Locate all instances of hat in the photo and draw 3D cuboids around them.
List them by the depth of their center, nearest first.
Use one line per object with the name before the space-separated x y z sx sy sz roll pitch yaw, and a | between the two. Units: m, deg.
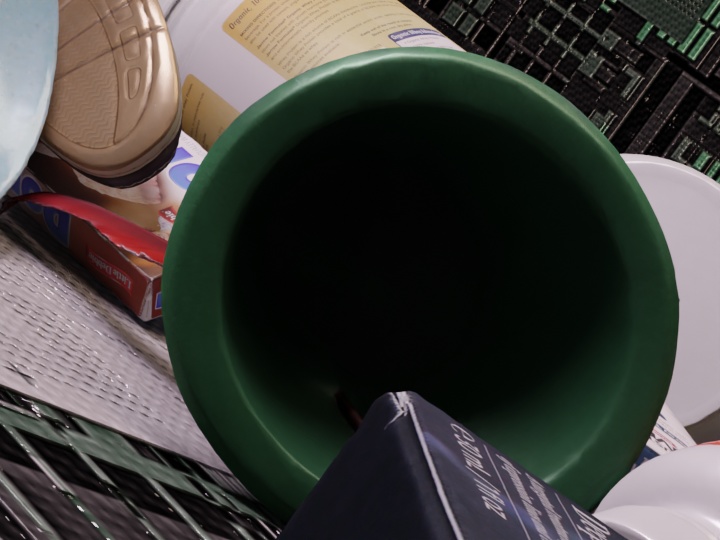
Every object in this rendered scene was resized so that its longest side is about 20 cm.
hat | 0.000 0.000 0.946 0.200 0.166 0.176 48 -5 -8

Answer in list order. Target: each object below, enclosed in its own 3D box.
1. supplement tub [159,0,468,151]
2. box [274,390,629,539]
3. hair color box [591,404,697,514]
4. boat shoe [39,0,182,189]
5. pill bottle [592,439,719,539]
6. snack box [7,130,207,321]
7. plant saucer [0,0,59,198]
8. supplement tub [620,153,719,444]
supplement tub | -0.019 -0.084 1.423 0.200 0.144 0.144 40 8 29
box | 0.062 0.133 0.502 0.200 0.107 0.148 35 6 -11
hair color box | 0.068 0.050 1.038 0.100 0.061 0.200 35 10 -22
boat shoe | -0.121 -0.097 1.061 0.200 0.072 0.065 50 -8 37
pill bottle | 0.140 0.108 0.879 0.200 0.111 0.111 -7 38 -48
snack box | -0.115 -0.051 1.078 0.072 0.024 0.200 -21 46 -35
plant saucer | -0.173 -0.111 0.917 0.039 0.201 0.201 -9 -15 25
supplement tub | 0.123 0.023 1.260 0.145 0.145 0.200 36 -5 5
